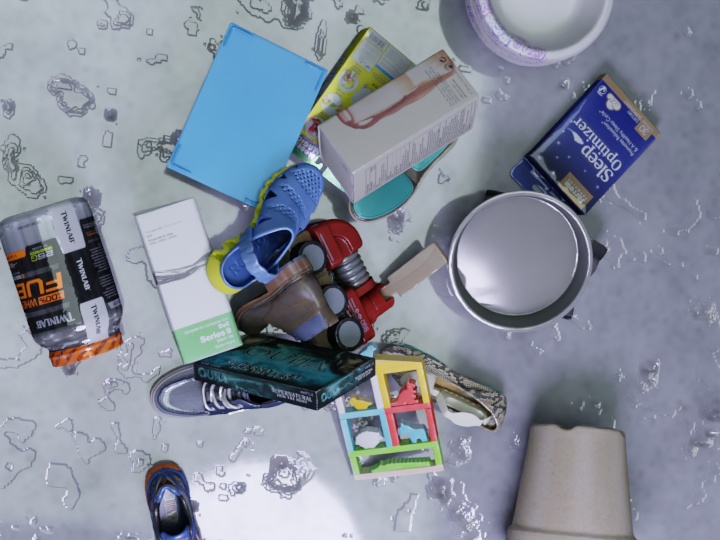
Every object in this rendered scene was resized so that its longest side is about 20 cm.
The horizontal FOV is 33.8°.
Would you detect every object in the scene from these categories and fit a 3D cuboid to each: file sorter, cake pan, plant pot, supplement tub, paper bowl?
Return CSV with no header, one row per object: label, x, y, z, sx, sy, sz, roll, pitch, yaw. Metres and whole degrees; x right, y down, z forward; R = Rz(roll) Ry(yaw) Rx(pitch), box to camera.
file sorter,-0.153,-0.197,1.564,0.138,0.123,0.201,24,88,-11
cake pan,0.218,-0.015,1.633,0.199,0.037,0.202,0,106,-2
plant pot,0.297,0.310,1.651,0.199,0.200,0.185,6,80,-11
supplement tub,-0.382,0.015,1.531,0.122,0.122,0.201,-18,95,-9
paper bowl,0.241,-0.384,1.638,0.199,0.104,0.202,0,92,-10

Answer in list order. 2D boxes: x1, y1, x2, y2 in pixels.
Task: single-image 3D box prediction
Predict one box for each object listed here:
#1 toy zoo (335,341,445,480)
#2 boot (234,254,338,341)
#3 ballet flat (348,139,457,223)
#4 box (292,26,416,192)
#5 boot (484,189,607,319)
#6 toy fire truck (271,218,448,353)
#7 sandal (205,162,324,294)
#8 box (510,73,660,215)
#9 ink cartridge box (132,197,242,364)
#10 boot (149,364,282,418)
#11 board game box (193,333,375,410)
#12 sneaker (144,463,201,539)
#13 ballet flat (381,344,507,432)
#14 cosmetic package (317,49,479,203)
toy zoo,0.034,0.191,1.620,0.130,0.020,0.201,-8,111,11
boot,-0.099,0.065,1.548,0.075,0.200,0.097,-30,81,-34
ballet flat,0.057,-0.135,1.632,0.200,0.069,0.070,-41,99,-13
box,-0.006,-0.217,1.625,0.117,0.048,0.201,37,84,-17
boot,0.240,-0.020,1.677,0.199,0.070,0.132,30,96,-3
toy fire truck,0.000,0.000,1.616,0.200,0.128,0.177,-33,103,-32
sandal,-0.104,-0.050,1.479,0.079,0.087,0.201,42,71,-29
box,0.323,-0.169,1.701,0.121,0.032,0.200,45,85,-10
ink cartridge box,-0.226,0.009,1.547,0.084,0.146,0.201,-18,96,-9
boot,-0.183,0.159,1.591,0.199,0.090,0.073,-11,95,-10
board game box,-0.098,0.127,1.535,0.199,0.135,0.028,9,110,32
sneaker,-0.248,0.364,1.594,0.075,0.078,0.201,-18,96,-9
ballet flat,0.117,0.170,1.652,0.199,0.076,0.068,27,133,-12
cosmetic package,0.049,-0.189,1.557,0.199,0.103,0.087,-33,75,-12
